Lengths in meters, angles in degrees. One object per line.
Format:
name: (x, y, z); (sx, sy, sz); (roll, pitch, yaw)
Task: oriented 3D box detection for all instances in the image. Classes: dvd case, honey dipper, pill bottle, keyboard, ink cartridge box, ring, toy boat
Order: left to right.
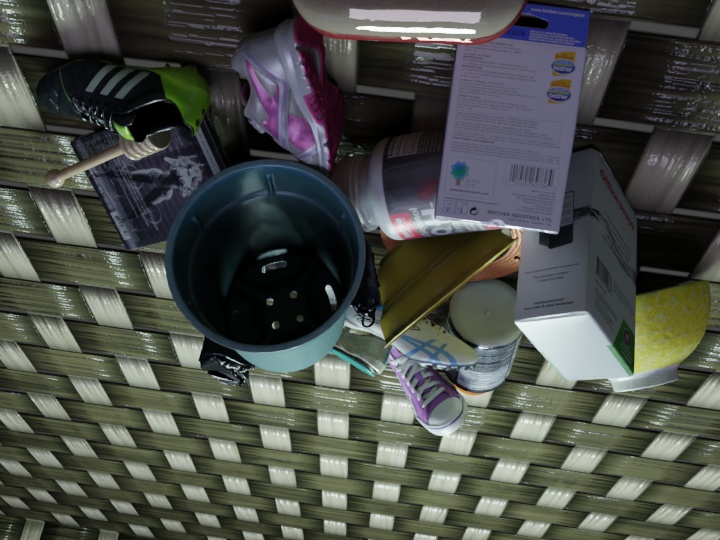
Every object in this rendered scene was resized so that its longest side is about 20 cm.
honey dipper: (-0.297, -0.128, 0.977); (0.198, 0.038, 0.038); (-15, 142, 33)
dvd case: (-0.231, -0.107, 0.992); (0.198, 0.016, 0.150); (-10, 115, 30)
keyboard: (0.000, 0.000, 1.012); (0.039, 0.106, 0.200); (-7, -168, -12)
toy boat: (0.039, -0.241, 0.692); (0.197, 0.133, 0.131); (5, 178, 7)
pill bottle: (0.074, -0.092, 0.906); (0.197, 0.112, 0.111); (-6, 146, 23)
ring: (0.122, -0.046, 1.057); (0.197, 0.019, 0.201); (6, 148, 4)
pill bottle: (0.167, 0.104, 1.203); (0.104, 0.108, 0.201); (6, 149, 4)
ink cartridge box: (0.139, -0.142, 0.792); (0.117, 0.203, 0.042); (7, -167, 4)
ink cartridge box: (0.236, -0.005, 0.920); (0.082, 0.202, 0.147); (-10, 144, 33)

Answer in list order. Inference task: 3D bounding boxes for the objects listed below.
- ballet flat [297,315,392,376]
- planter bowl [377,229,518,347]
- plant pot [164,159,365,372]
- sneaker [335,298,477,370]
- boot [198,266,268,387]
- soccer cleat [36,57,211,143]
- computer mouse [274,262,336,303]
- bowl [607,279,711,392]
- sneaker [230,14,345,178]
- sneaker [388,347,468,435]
ballet flat: (-0.033, 0.096, 1.276); (0.198, 0.063, 0.068); (24, 165, 33)
planter bowl: (0.081, -0.005, 0.995); (0.084, 0.200, 0.201); (51, 145, 7)
plant pot: (-0.090, 0.016, 0.927); (0.197, 0.203, 0.196); (6, 160, 4)
sneaker: (0.062, 0.070, 1.102); (0.198, 0.073, 0.072); (25, -168, 11)
boot: (-0.172, 0.044, 1.136); (0.075, 0.170, 0.201); (3, 148, 10)
soccer cleat: (-0.253, -0.174, 0.889); (0.197, 0.082, 0.068); (2, 148, 12)
computer mouse: (-0.039, 0.019, 1.171); (0.199, 0.053, 0.138); (33, 142, -33)
bowl: (0.335, 0.087, 1.046); (0.197, 0.109, 0.200); (-12, 174, -1)
sneaker: (-0.071, -0.168, 0.863); (0.087, 0.082, 0.201); (1, 140, 15)
sneaker: (0.079, 0.153, 1.245); (0.072, 0.201, 0.115); (-39, 120, -2)
